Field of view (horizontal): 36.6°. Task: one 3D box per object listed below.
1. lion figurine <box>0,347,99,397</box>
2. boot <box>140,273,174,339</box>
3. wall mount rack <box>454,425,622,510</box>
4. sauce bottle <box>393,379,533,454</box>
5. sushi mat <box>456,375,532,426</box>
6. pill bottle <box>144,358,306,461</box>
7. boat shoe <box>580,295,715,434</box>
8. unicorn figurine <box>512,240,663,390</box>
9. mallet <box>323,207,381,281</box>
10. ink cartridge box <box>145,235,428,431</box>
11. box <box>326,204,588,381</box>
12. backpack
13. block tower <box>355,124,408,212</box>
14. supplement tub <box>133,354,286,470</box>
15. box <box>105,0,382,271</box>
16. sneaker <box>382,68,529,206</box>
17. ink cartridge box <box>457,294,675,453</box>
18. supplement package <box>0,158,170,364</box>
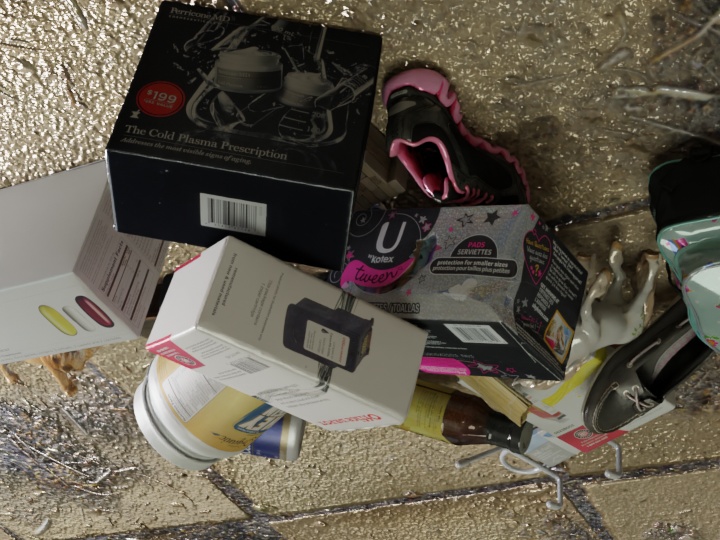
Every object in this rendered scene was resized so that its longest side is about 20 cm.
[{"bbox_3d":[-0.404,0.088,1.329,0.197,0.073,0.123,4,140,10],"label":"lion figurine"},{"bbox_3d":[-0.256,0.059,1.258,0.197,0.075,0.098,-3,137,13],"label":"boot"},{"bbox_3d":[0.224,0.227,1.358,0.172,0.075,0.200,28,137,-19],"label":"wall mount rack"},{"bbox_3d":[0.104,0.171,1.279,0.198,0.066,0.066,14,147,30],"label":"sauce bottle"},{"bbox_3d":[0.094,0.088,1.132,0.199,0.012,0.096,38,168,13],"label":"sushi mat"},{"bbox_3d":[-0.165,0.165,1.338,0.197,0.112,0.112,9,142,2],"label":"pill bottle"},{"bbox_3d":[0.304,0.094,1.105,0.067,0.057,0.200,41,94,-26],"label":"boat shoe"},{"bbox_3d":[0.221,0.047,1.055,0.198,0.074,0.139,-4,118,-25],"label":"unicorn figurine"},{"bbox_3d":[0.000,0.000,1.163,0.065,0.042,0.200,20,145,-17],"label":"mallet"},{"bbox_3d":[-0.063,0.062,0.933,0.198,0.085,0.144,27,159,-21],"label":"ink cartridge box"},{"bbox_3d":[0.083,0.018,0.990,0.198,0.116,0.132,-1,152,38],"label":"box"},{"bbox_3d":[0.365,-0.008,0.979,0.174,0.155,0.200,-16,141,21],"label":"backpack"},{"bbox_3d":[-0.045,-0.075,1.061,0.199,0.055,0.058,-24,132,34],"label":"block tower"},{"bbox_3d":[-0.140,0.112,1.188,0.144,0.145,0.200,35,117,-28],"label":"supplement tub"},{"bbox_3d":[-0.093,-0.117,0.917,0.197,0.184,0.105,9,142,0],"label":"box"},{"bbox_3d":[0.085,-0.087,0.985,0.078,0.096,0.200,-24,132,33],"label":"sneaker"},{"bbox_3d":[0.225,0.105,1.198,0.199,0.084,0.145,30,137,-22],"label":"ink cartridge box"},{"bbox_3d":[-0.316,-0.007,1.122,0.198,0.157,0.111,-12,137,26],"label":"supplement package"}]
